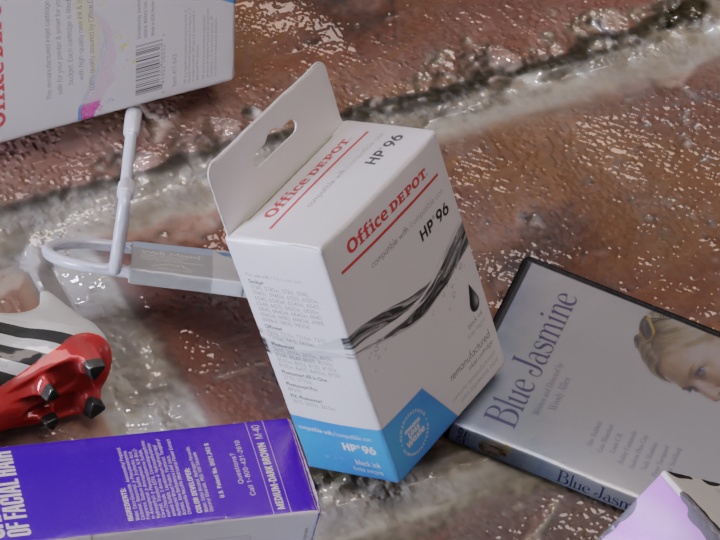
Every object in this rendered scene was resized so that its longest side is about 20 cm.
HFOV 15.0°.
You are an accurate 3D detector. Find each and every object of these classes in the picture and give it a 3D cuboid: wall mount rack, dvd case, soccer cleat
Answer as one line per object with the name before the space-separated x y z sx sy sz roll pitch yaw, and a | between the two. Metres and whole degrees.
wall mount rack | -0.081 -0.036 1.594 0.200 0.075 0.174 7 15 -5
dvd case | 0.162 0.077 1.570 0.200 0.018 0.143 22 50 9
soccer cleat | -0.231 0.063 1.484 0.200 0.069 0.085 -18 46 -28

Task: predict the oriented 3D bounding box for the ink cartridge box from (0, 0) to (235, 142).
ink cartridge box | -0.190 -0.173 1.640 0.200 0.129 0.125 -16 44 -23

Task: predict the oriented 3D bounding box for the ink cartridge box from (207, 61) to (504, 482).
ink cartridge box | 0.000 0.000 1.483 0.068 0.200 0.116 8 41 37

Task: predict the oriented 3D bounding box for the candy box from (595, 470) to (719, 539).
candy box | 0.221 0.192 1.373 0.168 0.072 0.200 51 17 28

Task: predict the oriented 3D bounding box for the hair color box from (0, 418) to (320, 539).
hair color box | -0.129 0.134 1.297 0.200 0.109 0.065 -6 50 -19
